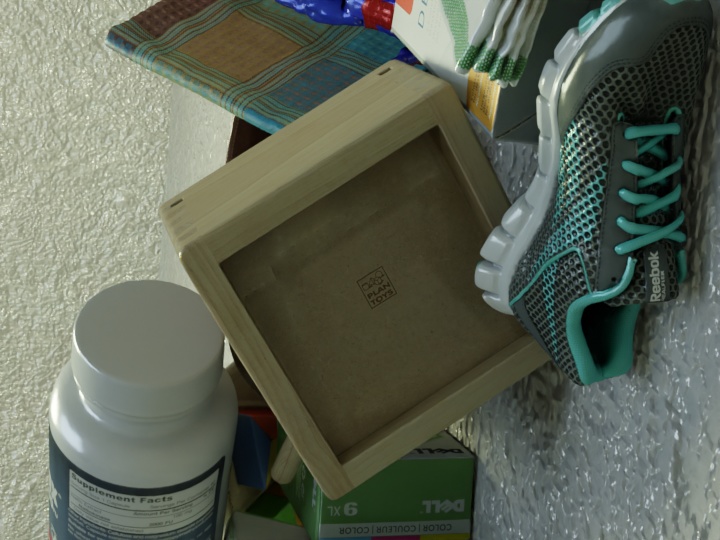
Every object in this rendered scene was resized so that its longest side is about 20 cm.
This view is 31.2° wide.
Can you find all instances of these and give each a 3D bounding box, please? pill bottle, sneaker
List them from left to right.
[{"bbox_3d":[-0.138,0.110,0.817,0.120,0.118,0.202,-104,19,-47],"label":"pill bottle"},{"bbox_3d":[0.116,-0.030,0.561,0.092,0.077,0.201,59,151,36],"label":"sneaker"}]

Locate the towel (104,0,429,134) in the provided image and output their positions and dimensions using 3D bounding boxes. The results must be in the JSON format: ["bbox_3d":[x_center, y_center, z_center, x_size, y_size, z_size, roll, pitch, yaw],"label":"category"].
[{"bbox_3d":[-0.054,-0.149,0.873,0.199,0.146,0.022,29,137,23],"label":"towel"}]

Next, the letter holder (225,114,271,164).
[{"bbox_3d":[-0.025,-0.057,0.944,0.101,0.140,0.202,-105,23,-50],"label":"letter holder"}]

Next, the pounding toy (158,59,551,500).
[{"bbox_3d":[-0.005,0.021,0.707,0.201,0.183,0.142,60,176,-21],"label":"pounding toy"}]

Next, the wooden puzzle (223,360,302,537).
[{"bbox_3d":[-0.049,0.137,0.990,0.200,0.046,0.188,-44,-49,-53],"label":"wooden puzzle"}]

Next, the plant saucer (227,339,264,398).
[{"bbox_3d":[0.000,0.000,0.817,0.036,0.199,0.203,27,119,37],"label":"plant saucer"}]

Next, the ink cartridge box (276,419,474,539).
[{"bbox_3d":[0.011,0.137,0.849,0.200,0.102,0.060,-148,60,-74],"label":"ink cartridge box"}]

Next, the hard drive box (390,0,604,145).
[{"bbox_3d":[0.085,-0.168,0.659,0.200,0.076,0.158,-118,33,-64],"label":"hard drive box"}]

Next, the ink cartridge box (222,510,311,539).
[{"bbox_3d":[-0.015,0.205,0.807,0.200,0.144,0.049,-158,83,-83],"label":"ink cartridge box"}]

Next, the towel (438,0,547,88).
[{"bbox_3d":[0.064,-0.199,0.540,0.150,0.030,0.202,-106,24,-48],"label":"towel"}]

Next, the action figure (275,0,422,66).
[{"bbox_3d":[-0.018,-0.170,0.834,0.099,0.198,0.066,-43,-32,-54],"label":"action figure"}]
